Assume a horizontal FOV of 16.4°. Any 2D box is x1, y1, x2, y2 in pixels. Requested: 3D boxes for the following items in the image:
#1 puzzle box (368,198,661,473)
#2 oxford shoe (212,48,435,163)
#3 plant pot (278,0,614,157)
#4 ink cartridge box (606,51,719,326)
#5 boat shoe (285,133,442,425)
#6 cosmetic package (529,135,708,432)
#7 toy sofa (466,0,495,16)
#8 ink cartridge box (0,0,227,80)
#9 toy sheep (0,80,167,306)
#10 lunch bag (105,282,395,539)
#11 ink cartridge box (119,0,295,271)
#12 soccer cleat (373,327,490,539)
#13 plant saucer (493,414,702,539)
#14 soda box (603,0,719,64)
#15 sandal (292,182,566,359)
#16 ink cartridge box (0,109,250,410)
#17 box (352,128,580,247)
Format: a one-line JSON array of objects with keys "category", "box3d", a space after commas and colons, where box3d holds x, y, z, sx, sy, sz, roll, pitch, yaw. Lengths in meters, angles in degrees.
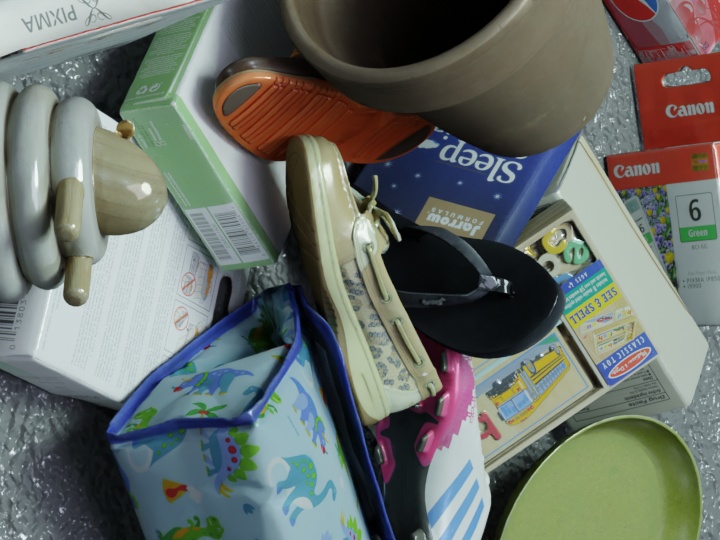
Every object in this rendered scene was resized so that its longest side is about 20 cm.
[{"category": "puzzle box", "box3d": [0.092, 0.060, 1.704, 0.199, 0.025, 0.133, -35, 114, 0]}, {"category": "oxford shoe", "box3d": [-0.033, -0.115, 1.581, 0.200, 0.071, 0.073, 8, 51, -56]}, {"category": "plant pot", "box3d": [0.073, -0.161, 1.548, 0.175, 0.199, 0.201, 43, 59, -50]}, {"category": "ink cartridge box", "box3d": [0.241, -0.059, 1.866, 0.050, 0.109, 0.201, -9, 93, -42]}, {"category": "boat shoe", "box3d": [0.000, 0.000, 1.576, 0.062, 0.073, 0.201, -19, 119, -8]}, {"category": "cosmetic package", "box3d": [0.155, 0.012, 1.778, 0.200, 0.103, 0.073, 56, 37, -26]}, {"category": "toy sofa", "box3d": [0.053, -0.196, 1.664, 0.200, 0.098, 0.083, 33, 21, -28]}, {"category": "ink cartridge box", "box3d": [-0.173, -0.146, 1.446, 0.199, 0.173, 0.044, -22, 94, -41]}, {"category": "toy sheep", "box3d": [-0.208, -0.043, 1.417, 0.199, 0.138, 0.139, 0, 86, 0]}, {"category": "lunch bag", "box3d": [-0.054, 0.123, 1.570, 0.200, 0.127, 0.171, -56, 134, -62]}, {"category": "ink cartridge box", "box3d": [-0.072, -0.122, 1.605, 0.146, 0.048, 0.201, 58, 38, -37]}, {"category": "soccer cleat", "box3d": [0.052, 0.127, 1.676, 0.086, 0.070, 0.201, -4, 103, -49]}, {"category": "plant saucer", "box3d": [0.164, 0.195, 1.797, 0.199, 0.031, 0.201, -14, 115, -33]}, {"category": "soda box", "box3d": [0.205, -0.250, 1.878, 0.070, 0.063, 0.200, -52, 121, -31]}, {"category": "sandal", "box3d": [0.038, -0.001, 1.622, 0.076, 0.199, 0.043, -64, 155, -9]}, {"category": "ink cartridge box", "box3d": [-0.146, 0.007, 1.562, 0.200, 0.050, 0.162, 35, 63, -56]}, {"category": "box", "box3d": [0.069, -0.070, 1.702, 0.201, 0.121, 0.032, -59, 150, -28]}]
